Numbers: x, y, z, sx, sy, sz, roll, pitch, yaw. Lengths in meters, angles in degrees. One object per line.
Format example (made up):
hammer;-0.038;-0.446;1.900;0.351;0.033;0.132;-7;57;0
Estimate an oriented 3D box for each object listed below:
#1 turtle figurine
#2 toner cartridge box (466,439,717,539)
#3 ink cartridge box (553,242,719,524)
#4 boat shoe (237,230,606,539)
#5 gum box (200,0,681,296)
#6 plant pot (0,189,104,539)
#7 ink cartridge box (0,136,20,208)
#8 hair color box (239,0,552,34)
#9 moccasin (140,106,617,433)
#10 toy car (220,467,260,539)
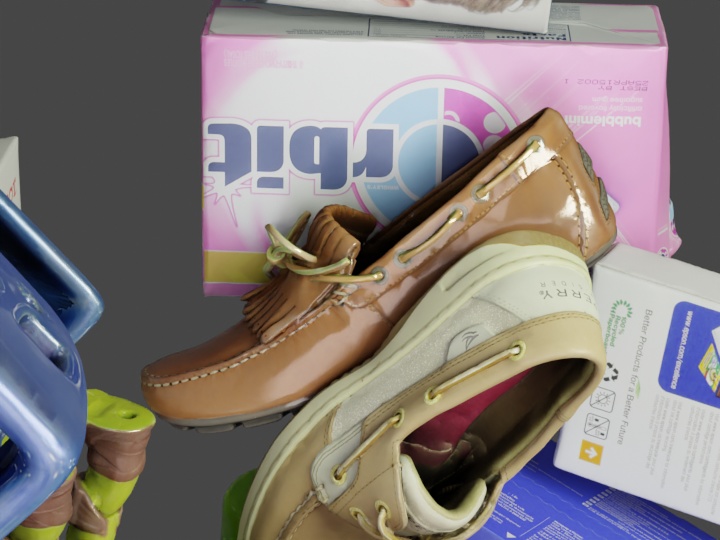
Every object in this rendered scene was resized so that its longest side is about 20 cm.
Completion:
turtle figurine;-0.130;0.137;1.030;0.064;0.200;0.161;33;128;37
toner cartridge box;0.076;0.115;1.076;0.200;0.095;0.043;31;117;24
ink cartridge box;0.179;0.064;1.020;0.200;0.037;0.095;19;116;21
boat shoe;0.021;0.073;0.991;0.074;0.066;0.200;16;125;-33
gum box;0.035;-0.050;1.073;0.200;0.066;0.114;1;111;2
plant pot;-0.217;0.026;0.919;0.200;0.180;0.200;-40;103;16
ink cartridge box;-0.212;0.031;1.086;0.125;0.129;0.200;1;111;2
hair color box;-0.017;-0.160;1.035;0.200;0.061;0.100;6;113;0
moccasin;0.000;0.001;1.018;0.201;0.074;0.078;-27;103;16
toy car;0.039;0.186;1.135;0.200;0.158;0.164;-1;122;-9
